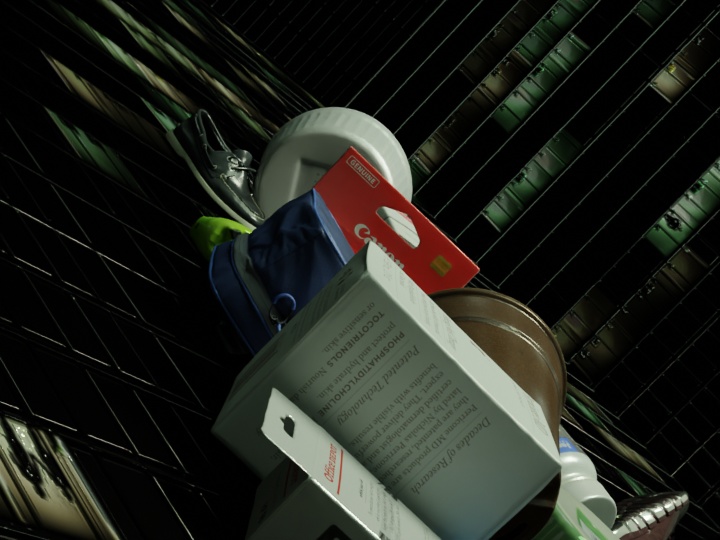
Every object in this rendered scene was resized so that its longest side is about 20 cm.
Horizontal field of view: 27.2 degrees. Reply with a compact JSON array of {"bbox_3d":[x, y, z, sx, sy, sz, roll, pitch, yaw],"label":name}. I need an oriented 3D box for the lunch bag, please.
[{"bbox_3d":[-0.062,0.026,1.314,0.136,0.132,0.200,59,4,-11],"label":"lunch bag"}]

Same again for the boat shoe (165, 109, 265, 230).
[{"bbox_3d":[-0.163,-0.126,1.810,0.074,0.066,0.200,35,12,-50],"label":"boat shoe"}]

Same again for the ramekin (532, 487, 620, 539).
[{"bbox_3d":[0.198,0.289,1.371,0.200,0.098,0.200,44,8,-7],"label":"ramekin"}]

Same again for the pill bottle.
[{"bbox_3d":[0.188,0.218,1.641,0.114,0.114,0.200,36,11,-45],"label":"pill bottle"}]

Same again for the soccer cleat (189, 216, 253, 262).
[{"bbox_3d":[-0.090,0.006,1.520,0.200,0.068,0.081,40,-4,-29],"label":"soccer cleat"}]

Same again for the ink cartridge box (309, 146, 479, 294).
[{"bbox_3d":[0.000,0.000,1.584,0.200,0.176,0.045,43,8,-8],"label":"ink cartridge box"}]

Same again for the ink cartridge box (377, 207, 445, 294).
[{"bbox_3d":[0.013,0.010,1.711,0.085,0.146,0.200,39,8,-17],"label":"ink cartridge box"}]

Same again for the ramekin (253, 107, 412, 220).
[{"bbox_3d":[-0.039,-0.097,1.848,0.200,0.200,0.098,44,15,-3],"label":"ramekin"}]

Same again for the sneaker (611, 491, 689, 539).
[{"bbox_3d":[0.320,0.331,1.719,0.199,0.075,0.116,-16,92,-43],"label":"sneaker"}]

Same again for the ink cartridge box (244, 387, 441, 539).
[{"bbox_3d":[-0.010,0.179,0.988,0.200,0.068,0.116,44,8,-6],"label":"ink cartridge box"}]

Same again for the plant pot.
[{"bbox_3d":[0.097,0.144,1.329,0.200,0.200,0.198,42,15,-13],"label":"plant pot"}]

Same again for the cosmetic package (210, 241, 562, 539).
[{"bbox_3d":[0.020,0.113,1.132,0.200,0.166,0.167,44,7,-6],"label":"cosmetic package"}]
